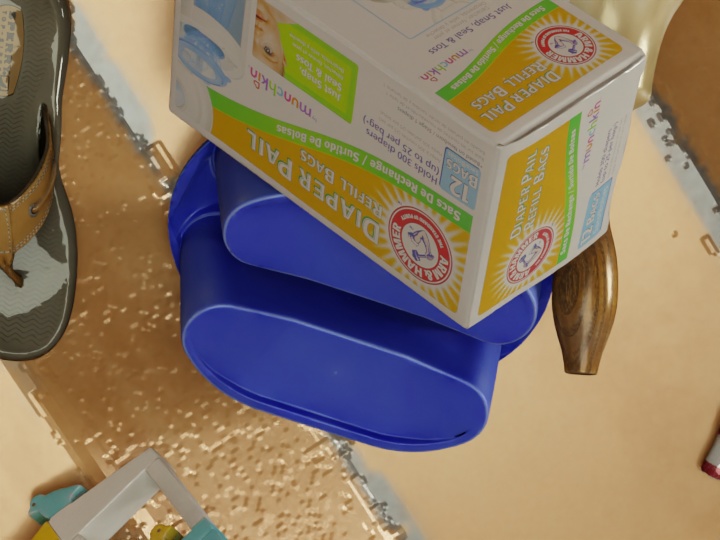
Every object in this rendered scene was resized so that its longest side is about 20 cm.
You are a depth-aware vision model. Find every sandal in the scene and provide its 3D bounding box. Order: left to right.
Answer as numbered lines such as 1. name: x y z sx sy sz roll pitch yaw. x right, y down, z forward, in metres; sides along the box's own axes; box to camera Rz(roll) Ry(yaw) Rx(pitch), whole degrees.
1. sandal: -0.175 -0.053 1.269 0.081 0.055 0.202 6 100 -7

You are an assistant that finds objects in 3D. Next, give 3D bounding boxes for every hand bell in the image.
1. hand bell: 0.111 -0.050 1.250 0.103 0.104 0.202 5 84 -7

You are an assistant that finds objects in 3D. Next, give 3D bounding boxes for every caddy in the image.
1. caddy: 0.000 0.000 1.277 0.199 0.105 0.142 19 122 -10

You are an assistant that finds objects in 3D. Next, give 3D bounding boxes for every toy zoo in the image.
1. toy zoo: -0.115 0.174 1.259 0.131 0.200 0.020 -44 136 -1

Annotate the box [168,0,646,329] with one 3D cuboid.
1. box: 0.017 -0.085 1.168 0.101 0.200 0.113 -33 145 -35

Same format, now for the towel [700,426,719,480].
1. towel: 0.284 0.045 1.357 0.143 0.023 0.201 24 97 -9
